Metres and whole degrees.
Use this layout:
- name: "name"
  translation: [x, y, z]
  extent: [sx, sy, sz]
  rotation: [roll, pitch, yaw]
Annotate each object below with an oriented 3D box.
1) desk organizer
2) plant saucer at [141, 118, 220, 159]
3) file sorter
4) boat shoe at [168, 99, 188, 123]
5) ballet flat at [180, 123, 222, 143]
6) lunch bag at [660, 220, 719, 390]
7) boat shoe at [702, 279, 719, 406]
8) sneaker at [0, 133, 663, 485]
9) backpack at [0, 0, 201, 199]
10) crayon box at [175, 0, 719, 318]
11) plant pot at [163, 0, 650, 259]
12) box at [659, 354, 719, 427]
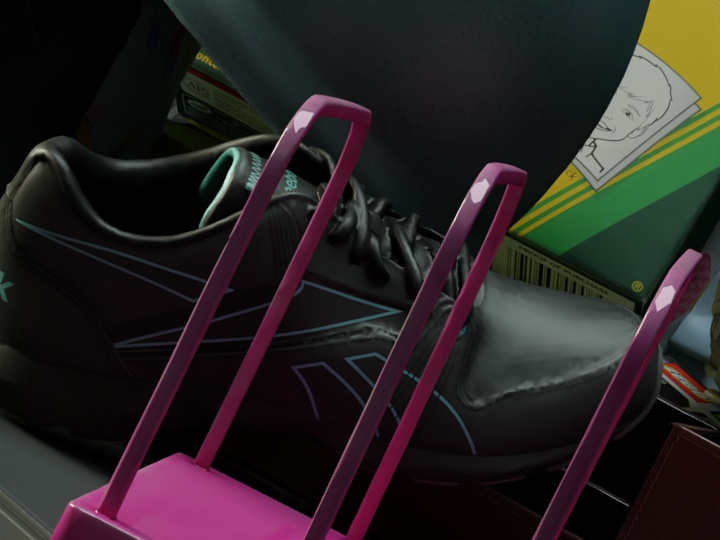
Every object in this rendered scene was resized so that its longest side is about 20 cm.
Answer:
- name: "desk organizer"
  translation: [0.060, 0.067, 0.898]
  extent: [0.200, 0.077, 0.072]
  rotation: [28, 5, 21]
- name: "plant saucer"
  translation: [0.000, 0.000, 1.066]
  extent: [0.200, 0.031, 0.200]
  rotation: [28, 4, -2]
- name: "file sorter"
  translation: [0.052, 0.052, 0.725]
  extent: [0.200, 0.125, 0.139]
  rotation: [27, 5, 6]
- name: "boat shoe"
  translation: [-0.078, -0.091, 1.162]
  extent: [0.200, 0.069, 0.072]
  rotation: [45, -27, -4]
- name: "ballet flat"
  translation: [-0.095, -0.084, 1.221]
  extent: [0.200, 0.072, 0.068]
  rotation: [19, -2, -13]
- name: "lunch bag"
  translation: [0.170, 0.021, 1.180]
  extent: [0.127, 0.170, 0.200]
  rotation: [27, -17, 17]
- name: "boat shoe"
  translation: [0.144, 0.037, 0.972]
  extent: [0.073, 0.063, 0.200]
  rotation: [14, -6, 11]
- name: "sneaker"
  translation: [-0.009, 0.009, 0.829]
  extent: [0.200, 0.079, 0.075]
  rotation: [5, 27, -11]
- name: "backpack"
  translation: [-0.143, -0.080, 0.957]
  extent: [0.176, 0.153, 0.200]
  rotation: [27, 15, 7]
- name: "crayon box"
  translation: [0.059, -0.090, 1.107]
  extent: [0.200, 0.173, 0.058]
  rotation: [28, -20, 13]
- name: "plant pot"
  translation: [0.017, -0.112, 0.925]
  extent: [0.200, 0.134, 0.200]
  rotation: [50, 8, -9]
- name: "box"
  translation: [0.142, 0.099, 0.970]
  extent: [0.200, 0.035, 0.110]
  rotation: [41, 15, 25]
